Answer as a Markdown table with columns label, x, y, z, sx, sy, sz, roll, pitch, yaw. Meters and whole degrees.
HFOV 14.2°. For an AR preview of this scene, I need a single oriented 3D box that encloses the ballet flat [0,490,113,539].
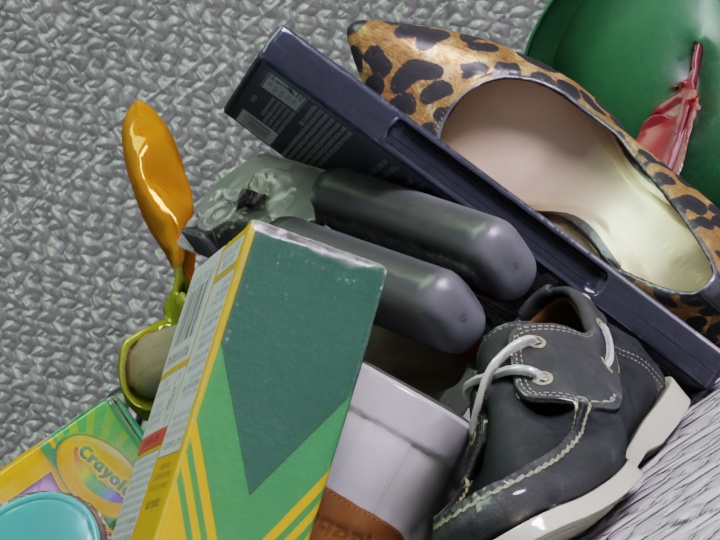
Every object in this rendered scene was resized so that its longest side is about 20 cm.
| label | x | y | z | sx | sy | sz | roll | pitch | yaw |
| --- | --- | --- | --- | --- | --- | --- | --- | --- | --- |
| ballet flat | -0.141 | 0.164 | 0.934 | 0.075 | 0.068 | 0.200 | 90 | -156 | -55 |

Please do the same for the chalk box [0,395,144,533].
| label | x | y | z | sx | sy | sz | roll | pitch | yaw |
| --- | --- | --- | --- | --- | --- | --- | --- | --- | --- |
| chalk box | -0.119 | 0.133 | 1.192 | 0.200 | 0.124 | 0.124 | -35 | 0 | -16 |

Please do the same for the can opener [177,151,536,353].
| label | x | y | z | sx | sy | sz | roll | pitch | yaw |
| --- | --- | --- | --- | --- | --- | --- | --- | --- | --- |
| can opener | -0.001 | -0.001 | 1.066 | 0.053 | 0.067 | 0.200 | -44 | 31 | -16 |

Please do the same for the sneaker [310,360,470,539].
| label | x | y | z | sx | sy | sz | roll | pitch | yaw |
| --- | --- | --- | --- | --- | --- | --- | --- | --- | --- |
| sneaker | 0.001 | 0.086 | 1.067 | 0.085 | 0.073 | 0.200 | -62 | -11 | -5 |

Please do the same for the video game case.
| label | x | y | z | sx | sy | sz | roll | pitch | yaw |
| --- | --- | --- | --- | --- | --- | --- | --- | --- | --- |
| video game case | 0.038 | -0.016 | 1.091 | 0.019 | 0.200 | 0.143 | -55 | 4 | -8 |

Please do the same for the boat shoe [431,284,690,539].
| label | x | y | z | sx | sy | sz | roll | pitch | yaw |
| --- | --- | --- | --- | --- | --- | --- | --- | --- | --- |
| boat shoe | 0.054 | 0.053 | 0.942 | 0.072 | 0.068 | 0.200 | -32 | 3 | 20 |

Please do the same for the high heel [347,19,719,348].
| label | x | y | z | sx | sy | sz | roll | pitch | yaw |
| --- | --- | --- | --- | --- | --- | --- | --- | --- | --- |
| high heel | 0.074 | -0.041 | 1.118 | 0.072 | 0.200 | 0.143 | -52 | -3 | 0 |

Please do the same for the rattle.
| label | x | y | z | sx | sy | sz | roll | pitch | yaw |
| --- | --- | --- | --- | --- | --- | --- | --- | --- | --- |
| rattle | 0.000 | 0.000 | 1.197 | 0.199 | 0.130 | 0.144 | -10 | 57 | 30 |

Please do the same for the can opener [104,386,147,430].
| label | x | y | z | sx | sy | sz | roll | pitch | yaw |
| --- | --- | --- | --- | --- | --- | --- | --- | --- | --- |
| can opener | -0.130 | 0.145 | 1.320 | 0.078 | 0.064 | 0.201 | 6 | 54 | 22 |

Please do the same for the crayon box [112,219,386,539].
| label | x | y | z | sx | sy | sz | roll | pitch | yaw |
| --- | --- | --- | --- | --- | --- | --- | --- | --- | --- |
| crayon box | -0.053 | 0.093 | 0.967 | 0.126 | 0.051 | 0.201 | 149 | 140 | -76 |

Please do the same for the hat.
| label | x | y | z | sx | sy | sz | roll | pitch | yaw |
| --- | --- | --- | --- | --- | --- | --- | --- | --- | --- |
| hat | 0.169 | -0.047 | 1.266 | 0.200 | 0.165 | 0.176 | -47 | 37 | 12 |

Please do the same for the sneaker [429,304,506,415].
| label | x | y | z | sx | sy | sz | roll | pitch | yaw |
| --- | --- | --- | --- | --- | --- | --- | --- | --- | --- |
| sneaker | 0.025 | 0.054 | 1.291 | 0.200 | 0.074 | 0.087 | -54 | -16 | 18 |
